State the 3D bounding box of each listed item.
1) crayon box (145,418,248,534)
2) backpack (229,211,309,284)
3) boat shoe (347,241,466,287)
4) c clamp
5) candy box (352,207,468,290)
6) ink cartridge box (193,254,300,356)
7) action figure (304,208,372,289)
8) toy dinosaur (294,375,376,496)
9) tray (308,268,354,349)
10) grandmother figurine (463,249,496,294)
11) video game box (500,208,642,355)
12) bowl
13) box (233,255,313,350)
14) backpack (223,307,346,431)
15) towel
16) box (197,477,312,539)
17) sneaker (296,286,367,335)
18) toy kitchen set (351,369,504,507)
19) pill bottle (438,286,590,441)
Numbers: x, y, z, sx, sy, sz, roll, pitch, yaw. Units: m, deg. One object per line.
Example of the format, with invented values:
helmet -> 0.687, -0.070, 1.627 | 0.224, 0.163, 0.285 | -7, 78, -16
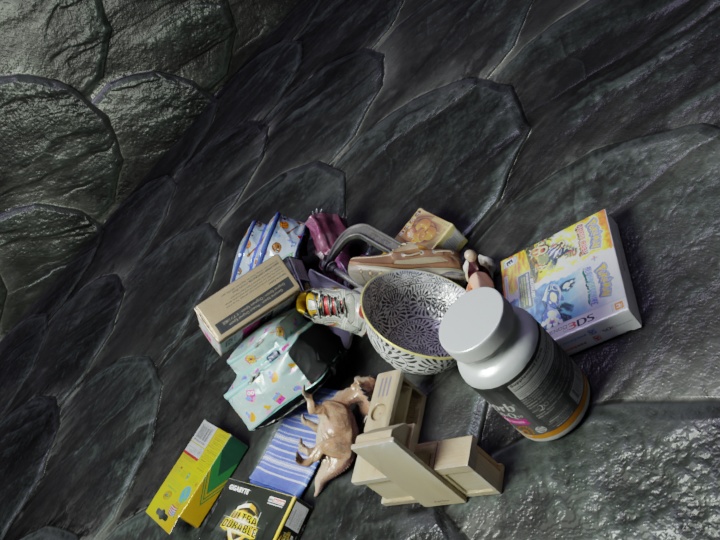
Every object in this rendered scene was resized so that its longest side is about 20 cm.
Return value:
crayon box -> -0.306, 0.388, 1.436 | 0.126, 0.051, 0.201 | 8, 61, 55
backpack -> -0.183, -0.025, 1.611 | 0.191, 0.153, 0.201 | -54, 21, 42
boat shoe -> 0.077, -0.007, 1.287 | 0.076, 0.197, 0.073 | 102, 172, -60
c clamp -> 0.000, 0.000, 1.367 | 0.171, 0.027, 0.200 | -47, 47, -4
candy box -> 0.087, -0.007, 1.378 | 0.200, 0.055, 0.115 | -50, 33, -4
ink cartridge box -> -0.195, 0.064, 1.332 | 0.164, 0.075, 0.200 | -35, -4, -14
action figure -> -0.051, -0.021, 1.523 | 0.150, 0.133, 0.201 | -62, 41, 45
toy dinosaur -> -0.031, 0.255, 1.218 | 0.086, 0.134, 0.203 | 96, 180, -73
tray -> -0.054, 0.069, 1.470 | 0.200, 0.022, 0.109 | 25, 112, 59
grandmother figurine -> 0.182, 0.023, 1.171 | 0.060, 0.123, 0.200 | -12, 16, 9
video game box -> 0.289, 0.029, 1.091 | 0.181, 0.047, 0.201 | -27, 36, 28
bowl -> 0.088, 0.096, 1.185 | 0.202, 0.198, 0.095 | -95, 15, -51
box -> -0.162, 0.109, 1.484 | 0.199, 0.050, 0.200 | -34, 63, 23
backpack -> -0.143, 0.171, 1.328 | 0.200, 0.153, 0.176 | -46, 1, 17
towel -> -0.104, 0.288, 1.321 | 0.144, 0.024, 0.201 | -2, 53, 50
box -> -0.182, 0.429, 1.237 | 0.199, 0.049, 0.161 | -4, 53, 50
sneaker -> -0.044, 0.065, 1.274 | 0.199, 0.081, 0.079 | -2, 85, 62
toy kitchen set -> 0.076, 0.199, 1.052 | 0.199, 0.163, 0.182 | -20, 40, 38
pill bottle -> 0.191, 0.117, 0.962 | 0.116, 0.200, 0.117 | -32, 33, 24
